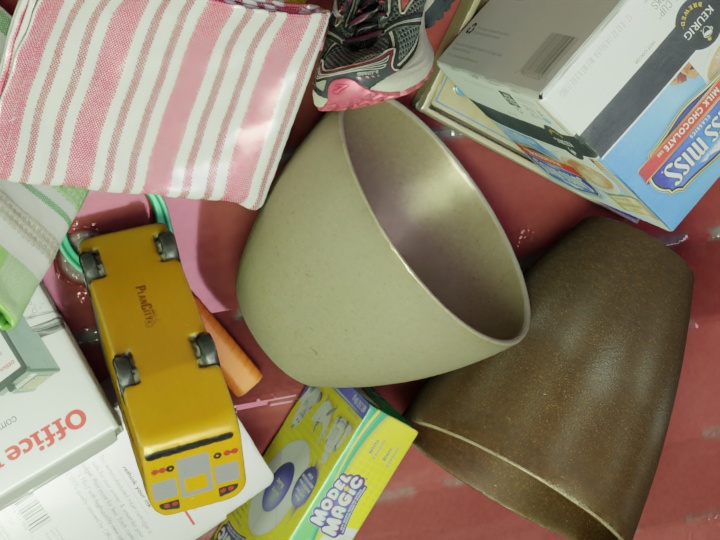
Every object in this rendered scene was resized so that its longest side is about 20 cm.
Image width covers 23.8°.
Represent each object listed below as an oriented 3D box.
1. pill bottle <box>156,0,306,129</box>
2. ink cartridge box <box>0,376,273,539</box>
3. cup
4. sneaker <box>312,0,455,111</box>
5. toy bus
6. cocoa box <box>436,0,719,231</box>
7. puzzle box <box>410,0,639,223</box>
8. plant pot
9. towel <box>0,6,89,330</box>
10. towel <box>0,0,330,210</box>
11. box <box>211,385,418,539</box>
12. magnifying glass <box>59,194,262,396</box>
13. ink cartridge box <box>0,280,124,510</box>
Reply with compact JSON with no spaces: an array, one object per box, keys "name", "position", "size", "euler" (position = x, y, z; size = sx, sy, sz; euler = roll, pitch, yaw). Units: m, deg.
[{"name":"pill bottle","position":[-0.090,-0.192,1.112],"size":[0.111,0.112,0.201],"euler":[29,92,-21]},{"name":"ink cartridge box","position":[-0.174,0.149,1.184],"size":[0.199,0.068,0.117],"euler":[-33,108,-8]},{"name":"cup","position":[0.000,0.000,1.157],"size":[0.143,0.201,0.200],"euler":[-36,113,23]},{"name":"sneaker","position":[0.009,-0.174,1.116],"size":[0.080,0.201,0.075],"euler":[-6,129,22]},{"name":"toy bus","position":[-0.129,0.056,1.096],"size":[0.065,0.201,0.079],"euler":[-15,131,-11]},{"name":"cocoa box","position":[0.165,-0.131,1.131],"size":[0.131,0.200,0.134],"euler":[42,88,-21]},{"name":"puzzle box","position":[0.149,-0.134,1.246],"size":[0.199,0.025,0.134],"euler":[25,94,-21]},{"name":"plant pot","position":[0.153,0.069,1.225],"size":[0.186,0.187,0.201],"euler":[35,77,-21]},{"name":"towel","position":[-0.233,-0.078,1.067],"size":[0.149,0.201,0.031],"euler":[38,133,-21]},{"name":"towel","position":[-0.125,-0.108,1.051],"size":[0.198,0.030,0.147],"euler":[6,121,-29]},{"name":"box","position":[-0.046,0.171,1.202],"size":[0.048,0.117,0.201],"euler":[28,93,-23]},{"name":"magnifying glass","position":[-0.138,0.008,1.190],"size":[0.079,0.022,0.200],"euler":[-41,111,-6]},{"name":"ink cartridge box","position":[-0.260,0.054,1.093],"size":[0.145,0.084,0.201],"euler":[-31,87,-9]}]
